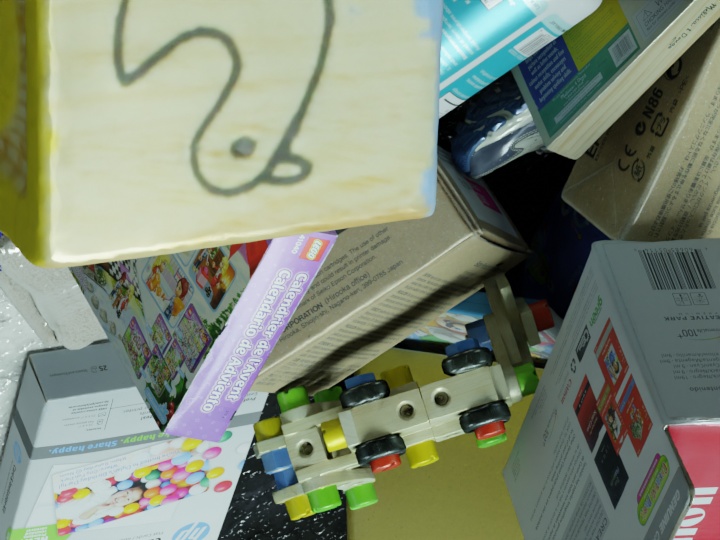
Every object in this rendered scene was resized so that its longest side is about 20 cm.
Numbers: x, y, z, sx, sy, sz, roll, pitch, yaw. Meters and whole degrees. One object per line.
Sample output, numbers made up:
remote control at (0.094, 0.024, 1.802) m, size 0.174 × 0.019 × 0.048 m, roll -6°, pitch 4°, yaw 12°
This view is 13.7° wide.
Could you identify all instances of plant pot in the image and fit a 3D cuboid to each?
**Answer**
plant pot at (0.102, 0.171, 1.943) m, size 0.200 × 0.176 × 0.200 m, roll 8°, pitch 164°, yaw 34°

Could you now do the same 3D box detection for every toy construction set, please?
toy construction set at (0.032, 0.080, 1.740) m, size 0.200 × 0.092 × 0.131 m, roll -32°, pitch 170°, yaw -2°

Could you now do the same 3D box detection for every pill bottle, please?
pill bottle at (0.022, -0.135, 1.605) m, size 0.200 × 0.111 × 0.111 m, roll -34°, pitch 146°, yaw 13°

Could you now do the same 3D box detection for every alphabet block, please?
alphabet block at (-0.090, -0.129, 1.412) m, size 0.200 × 0.196 × 0.195 m, roll -9°, pitch 114°, yaw -24°

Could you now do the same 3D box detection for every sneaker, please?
sneaker at (0.147, -0.091, 1.722) m, size 0.200 × 0.085 × 0.077 m, roll -27°, pitch -168°, yaw -16°

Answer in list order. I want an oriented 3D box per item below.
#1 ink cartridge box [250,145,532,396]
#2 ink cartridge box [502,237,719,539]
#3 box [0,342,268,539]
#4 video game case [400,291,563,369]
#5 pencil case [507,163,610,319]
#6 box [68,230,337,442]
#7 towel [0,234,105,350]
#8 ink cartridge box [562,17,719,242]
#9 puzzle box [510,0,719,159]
ink cartridge box at (0.000, 0.000, 1.736) m, size 0.165 × 0.075 × 0.200 m, roll -34°, pitch 170°, yaw 8°
ink cartridge box at (0.160, 0.113, 1.626) m, size 0.084 × 0.176 × 0.200 m, roll -1°, pitch 138°, yaw -18°
box at (-0.150, 0.118, 1.908) m, size 0.156 × 0.041 × 0.200 m, roll -8°, pitch 144°, yaw -24°
video game case at (0.092, 0.054, 1.914) m, size 0.143 × 0.018 × 0.200 m, roll 8°, pitch 162°, yaw 31°
pencil case at (0.157, -0.034, 1.852) m, size 0.078 × 0.087 × 0.200 m, roll 15°, pitch 135°, yaw -11°
box at (-0.095, -0.025, 1.577) m, size 0.039 × 0.200 × 0.137 m, roll 11°, pitch 120°, yaw -36°
towel at (-0.116, -0.026, 1.736) m, size 0.200 × 0.034 × 0.133 m, roll -27°, pitch 148°, yaw 3°
ink cartridge box at (0.229, -0.096, 1.671) m, size 0.165 × 0.075 × 0.200 m, roll 16°, pitch 105°, yaw -34°
puzzle box at (0.151, -0.172, 1.618) m, size 0.025 × 0.133 × 0.200 m, roll 18°, pitch 128°, yaw -40°
